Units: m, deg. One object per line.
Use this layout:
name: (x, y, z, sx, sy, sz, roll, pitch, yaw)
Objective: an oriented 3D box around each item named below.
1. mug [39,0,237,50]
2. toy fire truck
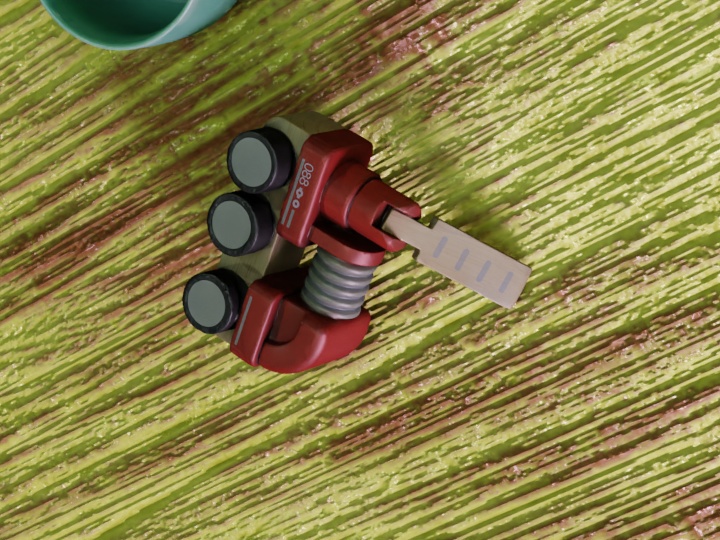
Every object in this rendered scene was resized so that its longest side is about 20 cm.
mug: (-0.156, -0.255, 1.309, 0.152, 0.114, 0.186, -17, 95, 27)
toy fire truck: (0.000, 0.000, 1.313, 0.200, 0.128, 0.177, 31, 114, 25)
